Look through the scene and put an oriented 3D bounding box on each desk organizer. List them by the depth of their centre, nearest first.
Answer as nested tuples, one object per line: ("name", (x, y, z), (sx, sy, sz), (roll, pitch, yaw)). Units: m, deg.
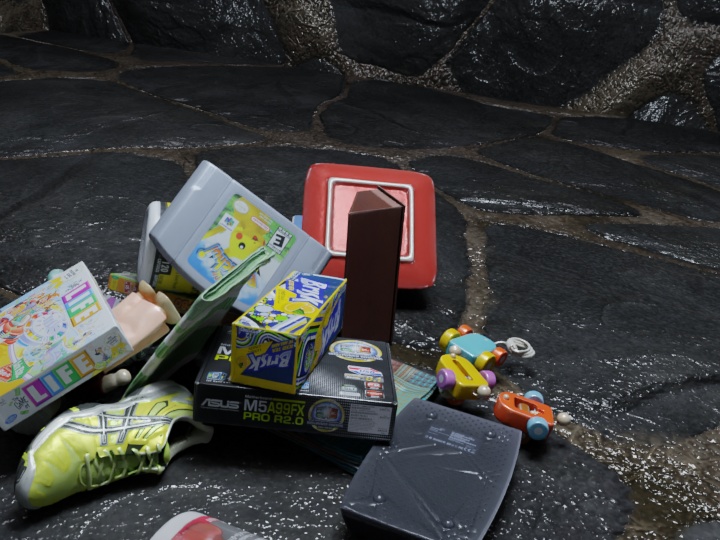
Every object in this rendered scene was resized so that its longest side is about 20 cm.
("desk organizer", (0.000, 0.000, 0.966), (0.077, 0.200, 0.072), (-9, 29, -25))

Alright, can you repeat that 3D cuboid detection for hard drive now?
("hard drive", (0.074, 0.202, 0.726), (0.135, 0.042, 0.200), (14, 25, 19))

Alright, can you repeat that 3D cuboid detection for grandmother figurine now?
("grandmother figurine", (-0.285, 0.096, 0.794), (0.121, 0.061, 0.200), (20, 52, 43))

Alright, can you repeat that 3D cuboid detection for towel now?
("towel", (-0.179, 0.065, 0.813), (0.023, 0.200, 0.153), (43, 29, 0))
("towel", (-0.010, 0.145, 0.852), (0.146, 0.022, 0.200), (20, 29, 24))

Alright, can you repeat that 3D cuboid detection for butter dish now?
("butter dish", (0.007, -0.046, 1.151), (0.200, 0.148, 0.200), (4, 64, -6))

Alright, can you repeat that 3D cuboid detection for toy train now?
("toy train", (0.156, 0.137, 0.882), (0.150, 0.056, 0.200), (17, 21, -2))

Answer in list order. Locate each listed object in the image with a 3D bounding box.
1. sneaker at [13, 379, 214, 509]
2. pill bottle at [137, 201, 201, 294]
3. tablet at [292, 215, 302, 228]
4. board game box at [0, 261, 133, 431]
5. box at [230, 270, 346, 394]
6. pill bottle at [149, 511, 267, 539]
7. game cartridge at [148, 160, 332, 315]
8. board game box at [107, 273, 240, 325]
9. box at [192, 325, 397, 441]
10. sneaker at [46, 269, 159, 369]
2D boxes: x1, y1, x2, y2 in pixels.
("sneaker", (-0.225, 0.164, 0.708), (0.076, 0.076, 0.200), (21, 30, 32))
("pill bottle", (-0.182, -0.021, 0.976), (0.200, 0.112, 0.112), (8, 22, -20))
("tablet", (-0.024, -0.065, 1.329), (0.200, 0.014, 0.130), (3, 25, -3))
("board game box", (-0.321, 0.068, 0.770), (0.134, 0.034, 0.200), (-33, 31, -15))
("box", (-0.070, 0.059, 0.798), (0.070, 0.064, 0.200), (9, 17, 10))
("pill bottle", (-0.056, 0.249, 0.510), (0.200, 0.111, 0.111), (15, 26, 19))
("game cartridge", (-0.147, -0.023, 0.911), (0.200, 0.133, 0.040), (36, -14, -14))
("board game box", (-0.229, 0.039, 1.005), (0.200, 0.030, 0.096), (13, 4, 21))
("box", (-0.065, 0.115, 0.800), (0.200, 0.044, 0.160), (7, 17, -3))
("sneaker", (-0.306, 0.057, 0.935), (0.140, 0.078, 0.200), (-9, 37, -32))
